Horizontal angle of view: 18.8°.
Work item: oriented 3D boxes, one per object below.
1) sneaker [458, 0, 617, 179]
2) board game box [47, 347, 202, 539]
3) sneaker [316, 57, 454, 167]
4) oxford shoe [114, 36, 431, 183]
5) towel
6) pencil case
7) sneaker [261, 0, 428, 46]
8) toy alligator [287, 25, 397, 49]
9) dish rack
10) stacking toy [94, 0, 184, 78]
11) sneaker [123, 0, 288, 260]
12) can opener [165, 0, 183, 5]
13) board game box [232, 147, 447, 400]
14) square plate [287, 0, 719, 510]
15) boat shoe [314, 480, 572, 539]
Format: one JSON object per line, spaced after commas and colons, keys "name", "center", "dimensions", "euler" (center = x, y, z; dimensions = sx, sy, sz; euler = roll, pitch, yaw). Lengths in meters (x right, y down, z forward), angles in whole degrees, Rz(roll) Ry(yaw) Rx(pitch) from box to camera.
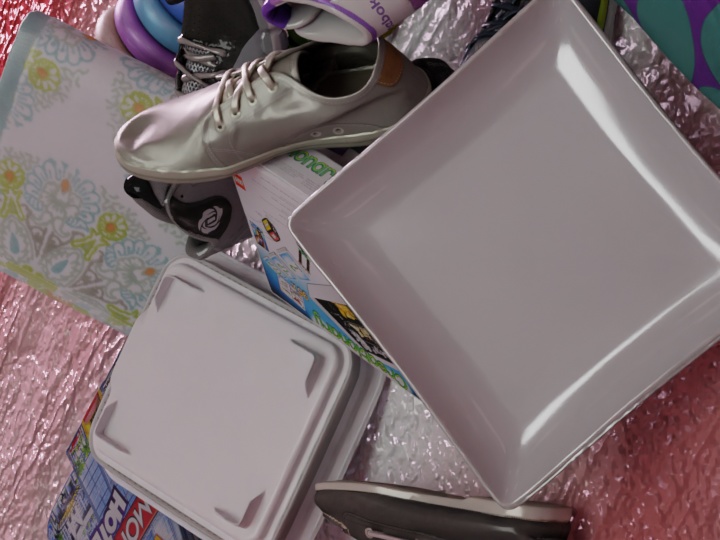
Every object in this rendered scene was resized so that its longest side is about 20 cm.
{"name": "sneaker", "center": [0.096, -0.132, 1.202], "dimensions": [0.074, 0.081, 0.202], "euler": [-20, 72, 49]}
{"name": "board game box", "center": [-0.143, 0.194, 1.490], "dimensions": [0.201, 0.061, 0.200], "euler": [-59, 45, 30]}
{"name": "sneaker", "center": [0.039, -0.080, 1.279], "dimensions": [0.200, 0.075, 0.088], "euler": [27, 99, 47]}
{"name": "oxford shoe", "center": [-0.057, -0.099, 1.271], "dimensions": [0.199, 0.058, 0.076], "euler": [-10, 50, 20]}
{"name": "towel", "center": [-0.180, -0.060, 1.490], "dimensions": [0.048, 0.170, 0.201], "euler": [-62, -3, -57]}
{"name": "pencil case", "center": [0.171, -0.160, 1.107], "dimensions": [0.093, 0.085, 0.200], "euler": [-59, 45, 22]}
{"name": "sneaker", "center": [-0.033, -0.204, 1.257], "dimensions": [0.114, 0.073, 0.200], "euler": [-43, 51, -3]}
{"name": "toy alligator", "center": [-0.029, -0.133, 1.381], "dimensions": [0.059, 0.054, 0.201], "euler": [51, 125, 41]}
{"name": "dish rack", "center": [-0.090, 0.085, 1.394], "dimensions": [0.199, 0.043, 0.173], "euler": [27, 94, 39]}
{"name": "stacking toy", "center": [-0.095, -0.206, 1.458], "dimensions": [0.200, 0.085, 0.086], "euler": [-47, 52, 32]}
{"name": "sneaker", "center": [-0.101, -0.093, 1.352], "dimensions": [0.075, 0.115, 0.201], "euler": [24, 135, 47]}
{"name": "can opener", "center": [-0.047, -0.226, 1.365], "dimensions": [0.199, 0.063, 0.079], "euler": [-33, 31, 21]}
{"name": "board game box", "center": [0.000, 0.000, 1.284], "dimensions": [0.200, 0.035, 0.127], "euler": [35, 151, 42]}
{"name": "square plate", "center": [0.093, -0.012, 1.141], "dimensions": [0.198, 0.028, 0.200], "euler": [-41, 78, 12]}
{"name": "boat shoe", "center": [0.040, 0.155, 1.260], "dimensions": [0.199, 0.067, 0.057], "euler": [1, 83, 48]}
